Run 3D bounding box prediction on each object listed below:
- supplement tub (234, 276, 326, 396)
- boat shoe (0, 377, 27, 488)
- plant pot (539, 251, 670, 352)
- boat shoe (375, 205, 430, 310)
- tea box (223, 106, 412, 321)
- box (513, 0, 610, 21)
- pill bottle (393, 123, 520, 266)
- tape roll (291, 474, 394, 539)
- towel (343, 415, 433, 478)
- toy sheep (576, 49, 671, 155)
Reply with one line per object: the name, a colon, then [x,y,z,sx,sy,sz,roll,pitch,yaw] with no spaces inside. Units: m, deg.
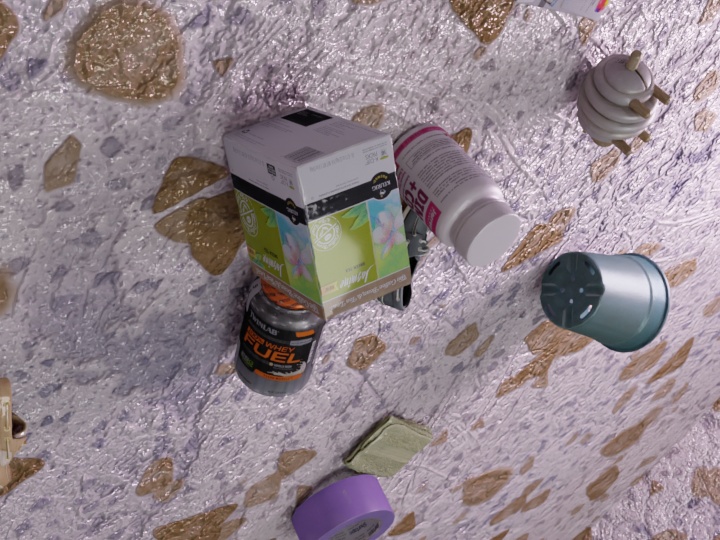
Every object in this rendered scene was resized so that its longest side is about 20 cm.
supplement tub: [-0.113,0.079,1.576,0.122,0.123,0.201,-17,141,-32]
boat shoe: [-0.472,0.215,1.415,0.069,0.074,0.201,-17,141,-22]
plant pot: [0.465,0.050,2.093,0.195,0.201,0.201,11,123,-43]
boat shoe: [0.085,-0.032,1.673,0.073,0.062,0.201,6,113,-57]
tea box: [-0.053,-0.075,1.318,0.133,0.200,0.199,-23,117,-24]
box: [0.298,-0.426,1.459,0.199,0.041,0.157,-2,133,-43]
pill bottle: [0.131,-0.106,1.526,0.113,0.200,0.114,-26,146,-20]
tape roll: [-0.035,0.507,2.192,0.198,0.085,0.201,-22,148,-14]
towel: [0.059,0.362,2.185,0.148,0.037,0.200,-46,148,10]
toy sheep: [0.405,-0.267,1.679,0.137,0.138,0.201,-23,152,-25]
